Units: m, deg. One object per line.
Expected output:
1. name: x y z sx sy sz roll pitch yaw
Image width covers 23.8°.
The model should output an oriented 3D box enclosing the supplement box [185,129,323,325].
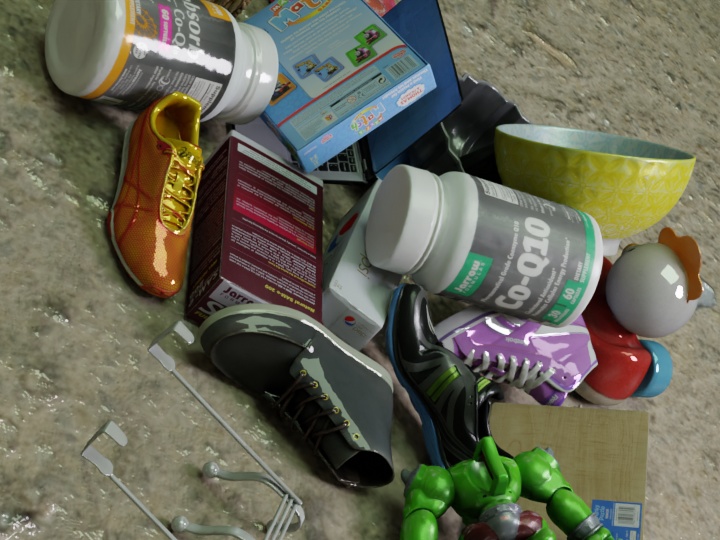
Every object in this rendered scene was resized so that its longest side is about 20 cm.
1. supplement box: -0.091 -0.022 1.526 0.108 0.061 0.201 29 36 -24

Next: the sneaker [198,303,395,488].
1. sneaker: -0.045 0.104 1.428 0.199 0.075 0.107 25 36 -30

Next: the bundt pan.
1. bundt pan: 0.124 -0.100 1.777 0.201 0.076 0.203 34 37 -30

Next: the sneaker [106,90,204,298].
1. sneaker: -0.171 -0.070 1.470 0.073 0.077 0.202 20 51 -35

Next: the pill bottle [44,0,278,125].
1. pill bottle: -0.179 -0.199 1.568 0.199 0.116 0.117 10 47 -42

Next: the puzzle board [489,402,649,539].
1. puzzle board: 0.182 0.199 1.547 0.149 0.018 0.201 3 41 10

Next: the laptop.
1. laptop: -0.022 -0.190 1.668 0.198 0.117 0.189 2 47 -14

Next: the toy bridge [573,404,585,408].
1. toy bridge: 0.201 0.192 1.615 0.027 0.067 0.201 39 33 -10

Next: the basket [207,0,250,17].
1. basket: -0.150 -0.353 1.687 0.148 0.200 0.144 28 38 -23

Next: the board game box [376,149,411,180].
1. board game box: 0.039 -0.109 1.788 0.201 0.039 0.158 58 33 5

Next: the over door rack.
1. over door rack: -0.128 0.161 1.269 0.201 0.066 0.148 58 29 -20

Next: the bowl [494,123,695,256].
1. bowl: 0.224 -0.075 1.691 0.198 0.109 0.200 7 11 -1

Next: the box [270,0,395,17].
1. box: -0.035 -0.307 1.858 0.095 0.100 0.201 18 42 -35

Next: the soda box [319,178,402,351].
1. soda box: 0.000 0.000 1.596 0.063 0.068 0.201 37 34 -10

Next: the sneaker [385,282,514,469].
1. sneaker: 0.083 0.102 1.530 0.201 0.082 0.071 67 23 1

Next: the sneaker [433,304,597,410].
1. sneaker: 0.143 0.087 1.630 0.199 0.073 0.115 -14 71 -28

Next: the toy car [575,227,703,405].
1. toy car: 0.275 0.019 1.761 0.183 0.200 0.178 9 47 -43

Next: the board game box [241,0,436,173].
1. board game box: -0.041 -0.198 1.651 0.200 0.151 0.037 50 -9 40

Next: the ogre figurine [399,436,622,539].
1. ogre figurine: 0.116 0.211 1.445 0.098 0.198 0.121 73 1 -61

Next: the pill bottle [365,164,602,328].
1. pill bottle: 0.112 -0.024 1.566 0.198 0.113 0.114 15 42 -21
